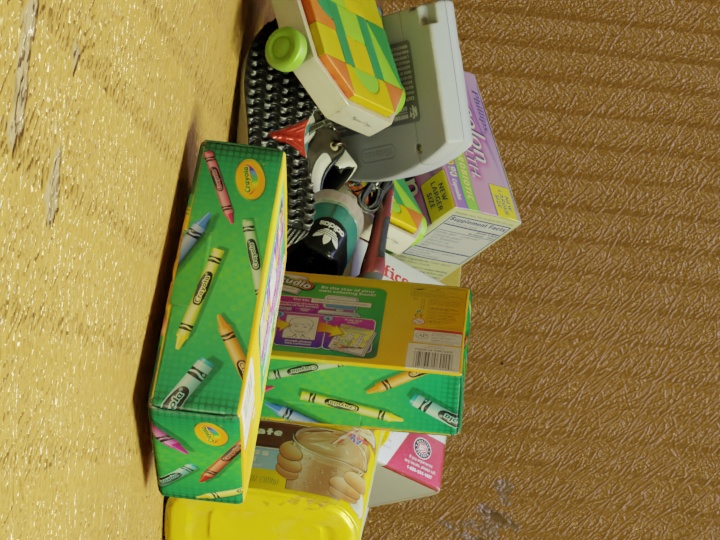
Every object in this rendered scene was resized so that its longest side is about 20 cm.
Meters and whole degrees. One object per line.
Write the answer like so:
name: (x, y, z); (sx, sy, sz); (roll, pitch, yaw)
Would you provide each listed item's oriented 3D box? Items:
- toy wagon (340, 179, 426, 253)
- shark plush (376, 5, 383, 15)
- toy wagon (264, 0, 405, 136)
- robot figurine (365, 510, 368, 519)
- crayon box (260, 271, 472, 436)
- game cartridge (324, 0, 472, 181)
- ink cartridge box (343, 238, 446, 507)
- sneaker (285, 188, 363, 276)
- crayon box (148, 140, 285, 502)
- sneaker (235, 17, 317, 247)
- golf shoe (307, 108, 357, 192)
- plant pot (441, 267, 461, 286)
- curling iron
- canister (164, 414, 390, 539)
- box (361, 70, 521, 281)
toy wagon: (-0.015, -0.104, 1.756); (0.155, 0.040, 0.200); (24, 32, -49)
shark plush: (-0.060, -0.232, 1.749); (0.200, 0.091, 0.083); (-52, 135, -44)
toy wagon: (-0.029, -0.203, 1.465); (0.155, 0.039, 0.201); (18, 51, -57)
robot figurine: (-0.049, 0.227, 1.917); (0.150, 0.124, 0.201); (-69, 175, -63)
crayon box: (-0.020, 0.058, 1.399); (0.119, 0.199, 0.058); (-79, 172, -58)
game cartridge: (0.021, -0.142, 1.567); (0.200, 0.041, 0.134); (-5, -83, 57)
ink cartridge box: (-0.013, 0.097, 1.726); (0.144, 0.145, 0.201); (-18, -126, 43)
sneaker: (-0.064, 0.027, 1.527); (0.200, 0.071, 0.080); (-61, -178, 33)
crayon box: (-0.089, 0.033, 1.219); (0.119, 0.058, 0.201); (93, 4, -57)
sneaker: (-0.075, -0.100, 1.491); (0.093, 0.070, 0.200); (140, -43, -59)
golf shoe: (-0.047, -0.109, 1.594); (0.078, 0.094, 0.201); (86, 10, -72)
plant pot: (0.014, 0.031, 2.106); (0.200, 0.176, 0.201); (113, -15, -70)
curling iron: (0.000, 0.000, 1.642); (0.026, 0.049, 0.201); (-13, -114, 58)
canister: (-0.057, 0.139, 1.401); (0.200, 0.148, 0.087); (-76, 172, -61)
box: (0.039, -0.081, 1.891); (0.200, 0.097, 0.176); (-35, -122, 37)
